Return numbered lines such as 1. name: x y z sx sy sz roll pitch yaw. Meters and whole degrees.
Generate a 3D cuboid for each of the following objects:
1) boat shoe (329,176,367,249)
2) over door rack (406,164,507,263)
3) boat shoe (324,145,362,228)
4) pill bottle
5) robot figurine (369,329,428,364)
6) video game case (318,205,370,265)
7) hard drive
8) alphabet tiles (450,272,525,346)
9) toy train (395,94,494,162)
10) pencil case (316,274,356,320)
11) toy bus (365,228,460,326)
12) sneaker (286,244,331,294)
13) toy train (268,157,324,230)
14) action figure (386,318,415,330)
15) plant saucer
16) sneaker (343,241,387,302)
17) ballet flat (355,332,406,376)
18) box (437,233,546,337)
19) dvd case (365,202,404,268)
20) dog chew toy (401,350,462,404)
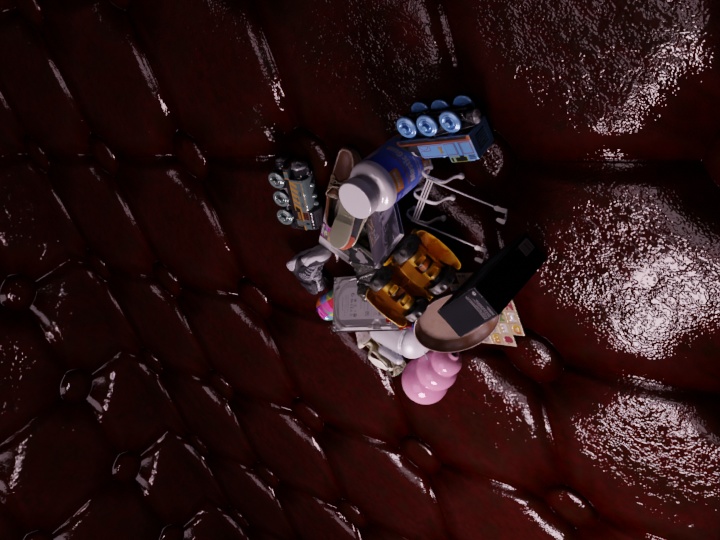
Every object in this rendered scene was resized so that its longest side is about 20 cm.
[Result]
1. boat shoe: -0.009 -0.140 1.709 0.071 0.063 0.200 27 102 26
2. over door rack: 0.204 -0.124 1.586 0.200 0.067 0.148 32 144 11
3. boat shoe: -0.041 -0.185 1.745 0.076 0.072 0.200 16 114 26
4. pill bottle: 0.049 -0.192 1.565 0.112 0.200 0.112 27 140 26
5. robot figurine: 0.102 0.148 1.900 0.200 0.113 0.170 26 104 30
6. video game case: -0.013 -0.093 1.867 0.181 0.036 0.200 35 143 15
7. hard drive: 0.026 0.080 1.865 0.200 0.038 0.140 -3 79 25
8. alphabet tiles: 0.290 0.090 1.742 0.166 0.006 0.200 2 125 45
9. toy train: 0.158 -0.269 1.479 0.200 0.087 0.114 2 130 44
10. pencil case: -0.041 0.076 2.015 0.088 0.088 0.200 53 147 -6
11. toy bus: 0.104 0.004 1.697 0.136 0.200 0.192 40 -175 -13
12. sneaker: -0.115 -0.001 2.032 0.114 0.075 0.200 56 150 -12
13. toy train: -0.156 -0.190 1.895 0.114 0.085 0.200 9 128 26
14. action figure: 0.138 0.107 1.779 0.065 0.200 0.052 23 100 32
15. plant saucer: 0.215 0.110 1.717 0.035 0.200 0.201 -103 11 -45
16. sneaker: 0.000 0.000 1.812 0.199 0.114 0.076 38 -174 6
17. ballet flat: 0.040 0.207 2.058 0.200 0.075 0.068 47 146 2
18. box: 0.268 0.030 1.542 0.079 0.200 0.141 50 145 -2
19. dvd case: 0.044 -0.127 1.686 0.149 0.016 0.200 125 141 -54
20. dog chew toy: 0.188 0.255 1.916 0.125 0.125 0.200 44 136 6
